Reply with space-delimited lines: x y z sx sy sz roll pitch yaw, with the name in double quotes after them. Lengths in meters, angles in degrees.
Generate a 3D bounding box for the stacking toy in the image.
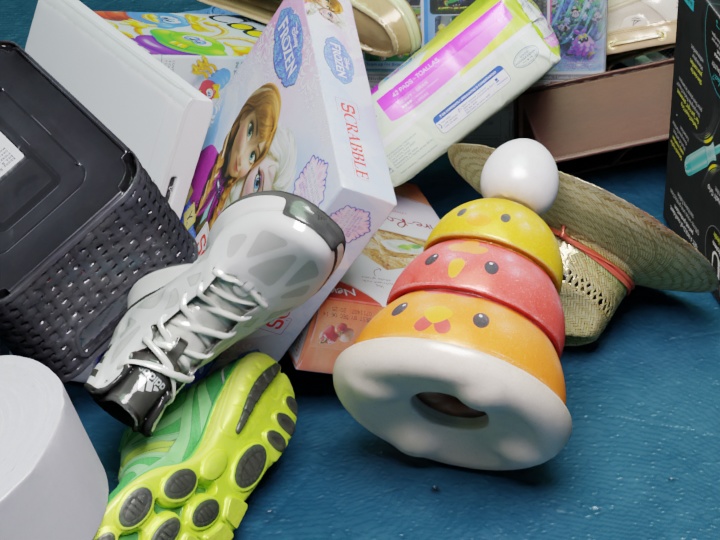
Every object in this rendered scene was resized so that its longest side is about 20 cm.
0.074 0.007 1.352 0.145 0.146 0.201 8 63 16 "stacking toy"

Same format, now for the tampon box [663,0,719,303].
0.291 -0.094 1.523 0.125 0.201 0.150 -7 32 -9 "tampon box"

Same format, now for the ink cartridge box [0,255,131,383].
-0.193 0.004 1.537 0.198 0.044 0.198 8 32 13 "ink cartridge box"

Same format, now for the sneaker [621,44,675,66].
0.245 -0.196 1.791 0.077 0.092 0.200 21 13 -46 "sneaker"

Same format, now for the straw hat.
0.128 0.002 1.475 0.200 0.201 0.086 21 77 34 "straw hat"

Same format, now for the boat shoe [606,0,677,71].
0.170 -0.166 1.743 0.199 0.070 0.074 -24 -8 30 "boat shoe"

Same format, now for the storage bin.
-0.214 -0.040 1.433 0.135 0.094 0.200 -42 49 -8 "storage bin"

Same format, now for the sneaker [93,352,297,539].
-0.109 0.127 1.318 0.083 0.074 0.200 -16 22 41 "sneaker"

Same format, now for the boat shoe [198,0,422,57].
-0.044 -0.195 1.641 0.200 0.073 0.063 29 63 27 "boat shoe"

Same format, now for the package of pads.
0.067 -0.134 1.573 0.154 0.068 0.200 -39 3 7 "package of pads"

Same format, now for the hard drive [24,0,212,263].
-0.178 -0.095 1.533 0.026 0.133 0.200 2 25 -40 "hard drive"

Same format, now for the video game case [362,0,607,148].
0.086 -0.177 1.691 0.198 0.183 0.024 0 31 4 "video game case"

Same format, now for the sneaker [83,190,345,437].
-0.088 0.038 1.288 0.200 0.076 0.116 -33 25 47 "sneaker"

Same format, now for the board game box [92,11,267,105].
-0.118 -0.125 1.645 0.199 0.106 0.103 -3 25 -38 "board game box"

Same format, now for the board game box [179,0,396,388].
-0.058 -0.048 1.423 0.041 0.200 0.201 17 38 -27 "board game box"

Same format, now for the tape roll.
-0.243 0.132 1.247 0.199 0.067 0.201 -17 29 10 "tape roll"

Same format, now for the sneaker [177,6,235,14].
-0.084 -0.212 1.868 0.198 0.079 0.066 2 32 10 "sneaker"

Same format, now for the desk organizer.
0.219 -0.103 1.662 0.198 0.072 0.077 -12 48 -7 "desk organizer"

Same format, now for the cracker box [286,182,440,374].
0.000 0.000 1.486 0.133 0.058 0.200 8 27 -23 "cracker box"
